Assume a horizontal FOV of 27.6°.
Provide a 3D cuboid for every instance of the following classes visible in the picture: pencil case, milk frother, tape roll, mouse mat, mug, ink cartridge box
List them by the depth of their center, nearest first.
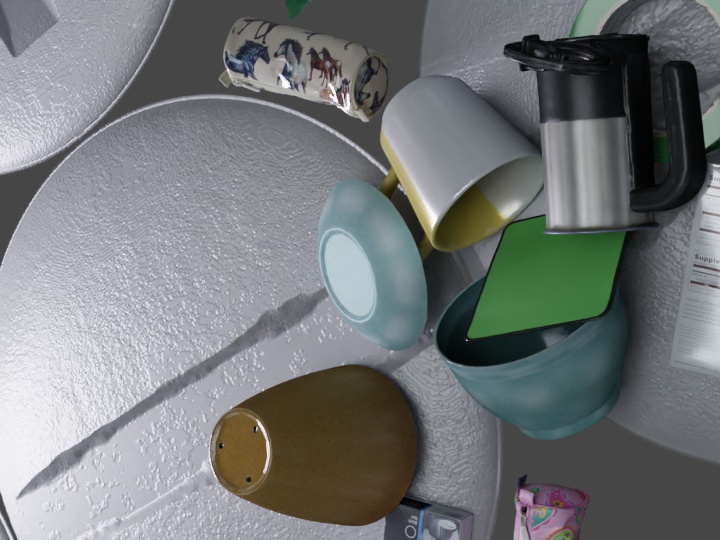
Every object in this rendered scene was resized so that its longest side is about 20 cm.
[{"bbox_3d":[0.209,-0.129,1.397,0.180,0.198,0.190,3,98,62],"label":"milk frother"},{"bbox_3d":[0.308,-0.210,1.485,0.199,0.048,0.202,4,97,31],"label":"tape roll"},{"bbox_3d":[0.197,-0.003,1.503,0.160,0.201,0.008,-12,124,31],"label":"mouse mat"},{"bbox_3d":[0.083,-0.115,1.570,0.186,0.149,0.154,-38,67,6],"label":"mug"},{"bbox_3d":[0.195,0.329,1.585,0.087,0.087,0.202,10,102,29],"label":"pencil case"},{"bbox_3d":[-0.062,-0.229,1.678,0.199,0.078,0.090,18,82,27],"label":"pencil case"},{"bbox_3d":[0.069,0.367,1.690,0.099,0.039,0.202,10,101,28],"label":"ink cartridge box"}]

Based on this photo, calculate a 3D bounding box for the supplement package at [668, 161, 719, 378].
[{"bbox_3d":[0.382,0.001,1.426,0.109,0.114,0.202,13,100,27],"label":"supplement package"}]

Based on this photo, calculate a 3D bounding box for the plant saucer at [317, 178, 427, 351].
[{"bbox_3d":[0.000,0.000,1.637,0.201,0.038,0.203,34,134,44],"label":"plant saucer"}]

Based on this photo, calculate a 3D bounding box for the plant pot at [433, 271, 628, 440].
[{"bbox_3d":[0.192,0.087,1.516,0.199,0.201,0.135,-11,120,30],"label":"plant pot"}]

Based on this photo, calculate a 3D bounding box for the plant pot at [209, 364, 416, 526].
[{"bbox_3d":[-0.067,0.198,1.640,0.185,0.199,0.188,-3,85,37],"label":"plant pot"}]

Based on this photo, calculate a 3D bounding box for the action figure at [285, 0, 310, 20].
[{"bbox_3d":[-0.027,-0.386,1.661,0.199,0.055,0.119,-29,78,25],"label":"action figure"}]
